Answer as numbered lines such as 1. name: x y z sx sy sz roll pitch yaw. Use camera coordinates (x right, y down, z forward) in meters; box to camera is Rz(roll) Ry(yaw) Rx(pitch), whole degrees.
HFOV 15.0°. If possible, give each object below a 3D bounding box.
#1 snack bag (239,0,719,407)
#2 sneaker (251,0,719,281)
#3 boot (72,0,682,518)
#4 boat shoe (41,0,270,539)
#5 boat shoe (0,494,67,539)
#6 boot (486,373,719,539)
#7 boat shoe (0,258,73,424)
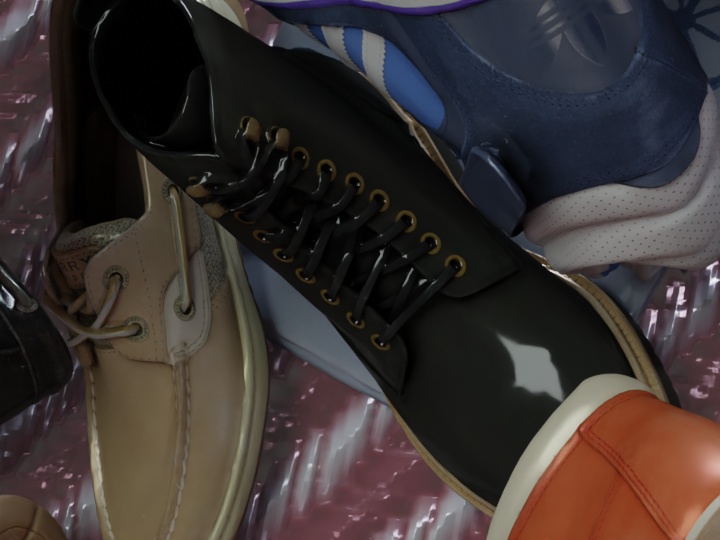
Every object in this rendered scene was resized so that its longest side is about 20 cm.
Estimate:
1. snack bag: 0.041 -0.045 0.882 0.188 0.021 0.201 27 90 36
2. sneaker: 0.036 -0.056 0.812 0.080 0.147 0.200 -38 23 -13
3. boot: 0.000 0.000 0.796 0.078 0.138 0.200 -50 56 10
4. boat shoe: -0.074 0.002 0.883 0.072 0.065 0.201 -6 81 46
5. boat shoe: -0.146 0.170 0.879 0.065 0.072 0.201 -2 71 43
6. boot: 0.066 0.128 0.747 0.107 0.075 0.201 38 116 48
7. boat shoe: -0.162 -0.006 0.968 0.063 0.071 0.200 -24 43 -18
